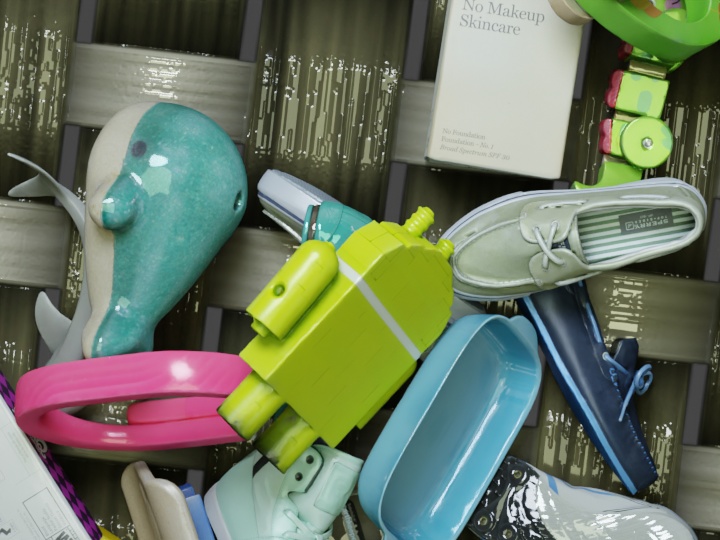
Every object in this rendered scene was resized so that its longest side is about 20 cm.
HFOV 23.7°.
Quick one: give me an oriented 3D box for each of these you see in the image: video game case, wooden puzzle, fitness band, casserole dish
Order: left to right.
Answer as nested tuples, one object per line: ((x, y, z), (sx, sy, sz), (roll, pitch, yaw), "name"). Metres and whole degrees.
((-0.318, 0.162, 1.276), (0.180, 0.036, 0.201), (-32, 93, 7), "video game case")
((-0.151, 0.095, 1.224), (0.198, 0.144, 0.038), (-9, 70, 21), "fitness band")
((-0.116, 0.227, 1.230), (0.046, 0.200, 0.187), (-19, 92, -15), "wooden puzzle")
((0.062, 0.118, 1.242), (0.039, 0.121, 0.201), (21, 74, 38), "casserole dish")

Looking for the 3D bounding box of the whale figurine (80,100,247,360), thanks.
((-0.142, -0.021, 1.234), (0.103, 0.159, 0.202), (7, 74, 16), "whale figurine")

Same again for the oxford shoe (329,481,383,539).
((0.014, 0.245, 1.292), (0.075, 0.058, 0.202), (-22, 93, 0), "oxford shoe")

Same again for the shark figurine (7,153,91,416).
((-0.208, 0.023, 1.275), (0.127, 0.090, 0.217), (2, 94, 0), "shark figurine")

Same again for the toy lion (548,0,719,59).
((0.234, -0.236, 1.221), (0.191, 0.068, 0.202), (26, 62, -25), "toy lion")

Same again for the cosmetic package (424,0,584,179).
((0.111, -0.173, 1.268), (0.102, 0.073, 0.202), (8, 93, 0), "cosmetic package")

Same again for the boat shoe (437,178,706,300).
((0.146, -0.026, 1.213), (0.198, 0.062, 0.073), (-15, 94, 8), "boat shoe")

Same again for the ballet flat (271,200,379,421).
((-0.021, 0.040, 1.241), (0.070, 0.068, 0.201), (13, 127, 0), "ballet flat")

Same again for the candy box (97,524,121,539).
((-0.283, 0.203, 1.310), (0.199, 0.026, 0.103), (33, 92, 0), "candy box")

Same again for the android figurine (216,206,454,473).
((-0.009, 0.044, 1.171), (0.200, 0.182, 0.041), (-49, 55, -5), "android figurine")

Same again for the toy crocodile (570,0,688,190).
((0.207, -0.136, 1.269), (0.061, 0.068, 0.202), (15, 92, 0), "toy crocodile")

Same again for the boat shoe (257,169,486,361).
((0.000, 0.000, 1.277), (0.199, 0.072, 0.062), (35, 97, -1), "boat shoe")

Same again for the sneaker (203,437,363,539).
((-0.035, 0.192, 1.217), (0.118, 0.073, 0.201), (-49, 49, 19), "sneaker")

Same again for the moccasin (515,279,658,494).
((0.178, 0.066, 1.272), (0.068, 0.080, 0.201), (-27, 92, -3), "moccasin")

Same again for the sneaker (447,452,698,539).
((0.157, 0.192, 1.286), (0.198, 0.073, 0.072), (18, 76, 15), "sneaker")
